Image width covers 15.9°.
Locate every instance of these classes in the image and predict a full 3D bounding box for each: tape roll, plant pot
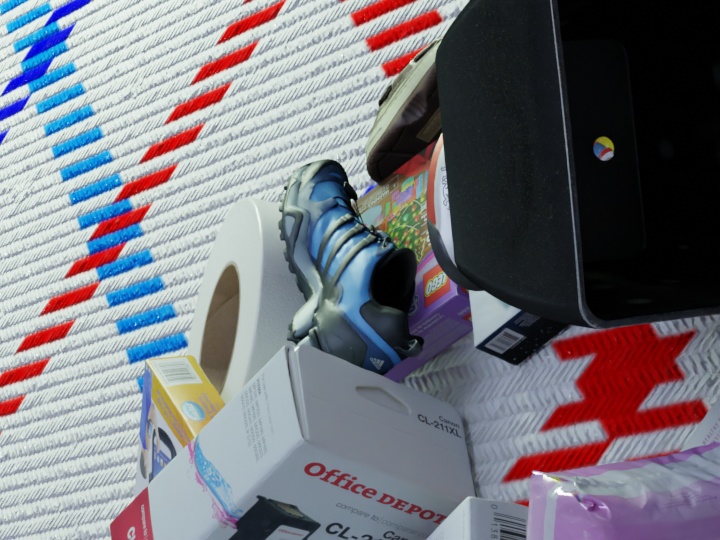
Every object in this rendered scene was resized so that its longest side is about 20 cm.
[{"bbox_3d":[-0.083,0.050,1.818,0.203,0.037,0.204,-169,90,-74],"label":"tape roll"},{"bbox_3d":[0.147,-0.073,1.398,0.177,0.199,0.201,-6,89,62],"label":"plant pot"}]

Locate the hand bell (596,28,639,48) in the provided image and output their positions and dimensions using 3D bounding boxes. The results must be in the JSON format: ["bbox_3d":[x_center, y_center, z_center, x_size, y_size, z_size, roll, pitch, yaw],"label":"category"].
[{"bbox_3d":[0.187,-0.237,1.488,0.200,0.104,0.104,-60,28,35],"label":"hand bell"}]

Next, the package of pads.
[{"bbox_3d":[0.140,0.190,1.276,0.076,0.120,0.201,29,120,59],"label":"package of pads"}]

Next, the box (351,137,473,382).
[{"bbox_3d":[0.015,0.010,1.747,0.200,0.039,0.137,-37,42,40],"label":"box"}]

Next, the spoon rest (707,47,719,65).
[{"bbox_3d":[0.259,-0.131,1.439,0.200,0.060,0.100,-19,51,52],"label":"spoon rest"}]

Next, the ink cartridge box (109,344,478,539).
[{"bbox_3d":[-0.043,0.155,1.632,0.200,0.145,0.083,-46,37,31],"label":"ink cartridge box"}]

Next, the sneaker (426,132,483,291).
[{"bbox_3d":[0.104,-0.091,1.571,0.108,0.067,0.202,-20,50,56],"label":"sneaker"}]

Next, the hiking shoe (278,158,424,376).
[{"bbox_3d":[0.000,0.000,1.689,0.086,0.074,0.201,-23,46,17],"label":"hiking shoe"}]

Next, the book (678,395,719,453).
[{"bbox_3d":[0.235,0.128,1.314,0.134,0.048,0.200,-60,32,7],"label":"book"}]

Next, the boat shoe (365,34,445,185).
[{"bbox_3d":[0.069,-0.139,1.736,0.202,0.075,0.075,-40,32,37],"label":"boat shoe"}]

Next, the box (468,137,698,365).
[{"bbox_3d":[0.141,-0.050,1.592,0.200,0.038,0.137,-40,39,37],"label":"box"}]

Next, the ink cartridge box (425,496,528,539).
[{"bbox_3d":[0.045,0.251,1.548,0.200,0.047,0.161,126,152,-51],"label":"ink cartridge box"}]

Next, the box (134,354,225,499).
[{"bbox_3d":[-0.122,0.174,1.773,0.119,0.041,0.201,-131,44,-56],"label":"box"}]
